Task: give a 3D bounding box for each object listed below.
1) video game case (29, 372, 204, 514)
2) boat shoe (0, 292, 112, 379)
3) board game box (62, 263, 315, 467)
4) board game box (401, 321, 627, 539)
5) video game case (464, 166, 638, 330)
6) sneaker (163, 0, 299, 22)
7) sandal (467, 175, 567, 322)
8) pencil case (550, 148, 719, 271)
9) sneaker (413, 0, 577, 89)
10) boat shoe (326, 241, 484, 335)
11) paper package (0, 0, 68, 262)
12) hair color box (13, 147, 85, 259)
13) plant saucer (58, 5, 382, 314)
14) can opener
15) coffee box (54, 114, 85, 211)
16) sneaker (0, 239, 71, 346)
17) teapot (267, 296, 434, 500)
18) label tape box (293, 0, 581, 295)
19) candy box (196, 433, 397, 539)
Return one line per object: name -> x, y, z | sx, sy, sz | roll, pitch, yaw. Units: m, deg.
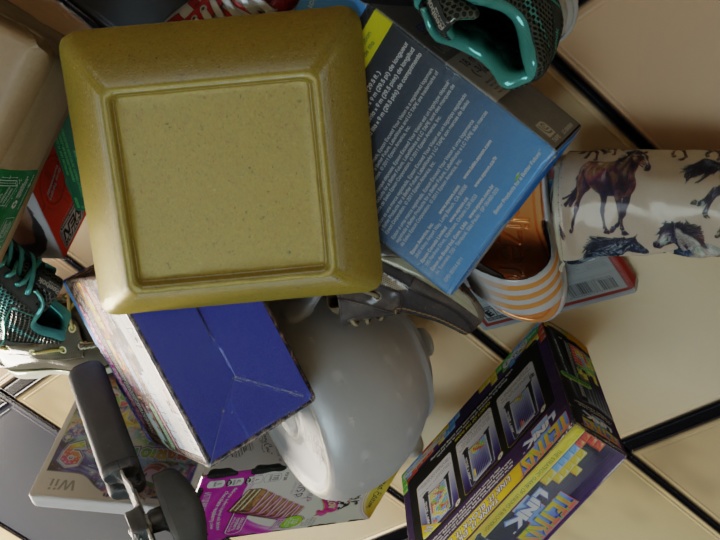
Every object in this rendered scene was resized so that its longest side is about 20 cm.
video game case -> -0.190, 0.128, 1.168 | 0.143, 0.200, 0.018 | 2, 135, 16
boat shoe -> -0.269, 0.056, 1.215 | 0.201, 0.072, 0.060 | -10, 137, 33
board game box -> -0.141, 0.053, 1.042 | 0.160, 0.097, 0.200 | 63, 160, -9
board game box -> 0.118, 0.160, 1.076 | 0.057, 0.165, 0.200 | 32, 112, -18
video game case -> 0.109, -0.036, 1.027 | 0.143, 0.017, 0.200 | -16, 129, 32
sneaker -> -0.098, -0.161, 0.888 | 0.071, 0.113, 0.200 | 38, 135, -14
sandal -> 0.106, -0.021, 0.985 | 0.079, 0.059, 0.207 | 1, 136, 18
pencil case -> 0.233, -0.041, 0.922 | 0.199, 0.078, 0.090 | 1, 140, 10
sneaker -> 0.054, -0.189, 0.812 | 0.200, 0.091, 0.078 | 34, 135, -18
boat shoe -> 0.000, 0.000, 0.986 | 0.200, 0.075, 0.073 | 30, 104, -17
paper package -> -0.314, -0.111, 0.923 | 0.190, 0.103, 0.200 | 31, 101, 11
hair color box -> -0.304, -0.100, 1.065 | 0.101, 0.061, 0.200 | 1, 137, 16
plant saucer -> -0.090, -0.063, 0.871 | 0.199, 0.048, 0.201 | -6, 110, -1
can opener -> -0.180, 0.155, 1.077 | 0.067, 0.200, 0.053 | -20, 144, -12
coffee box -> -0.140, -0.093, 1.029 | 0.199, 0.044, 0.123 | 5, 137, 13
sneaker -> -0.289, -0.001, 1.073 | 0.091, 0.078, 0.200 | 5, 148, 7
teapot -> -0.004, 0.082, 1.102 | 0.198, 0.146, 0.200 | 65, 160, 2
label tape box -> 0.030, -0.102, 0.917 | 0.200, 0.063, 0.144 | 39, 126, 6
candy box -> -0.070, 0.191, 1.237 | 0.199, 0.061, 0.137 | -4, 145, -22
